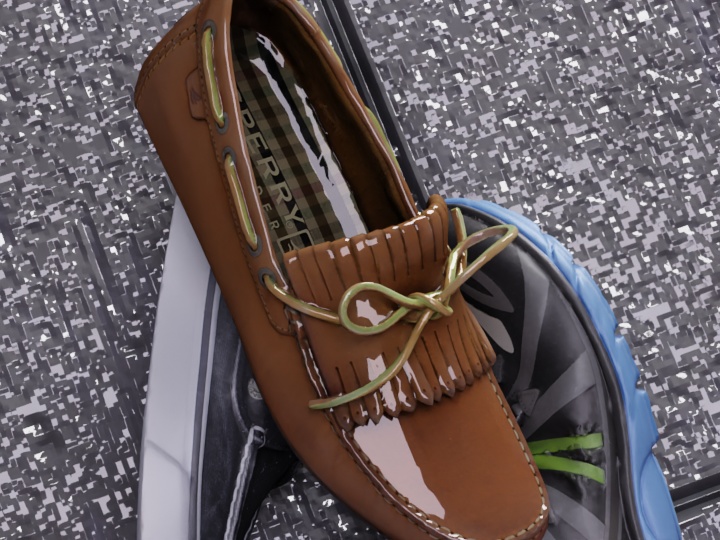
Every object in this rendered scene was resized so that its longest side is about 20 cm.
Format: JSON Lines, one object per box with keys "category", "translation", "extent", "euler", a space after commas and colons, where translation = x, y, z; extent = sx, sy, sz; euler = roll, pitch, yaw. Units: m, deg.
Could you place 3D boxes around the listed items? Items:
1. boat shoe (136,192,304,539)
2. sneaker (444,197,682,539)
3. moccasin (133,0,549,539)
{"category": "boat shoe", "translation": [-0.035, 0.038, 0.945], "extent": [0.068, 0.072, 0.200], "euler": [6, 65, 0]}
{"category": "sneaker", "translation": [0.053, 0.069, 0.936], "extent": [0.083, 0.071, 0.200], "euler": [-14, 77, -14]}
{"category": "moccasin", "translation": [0.001, 0.000, 0.891], "extent": [0.074, 0.078, 0.202], "euler": [-14, 73, -31]}
